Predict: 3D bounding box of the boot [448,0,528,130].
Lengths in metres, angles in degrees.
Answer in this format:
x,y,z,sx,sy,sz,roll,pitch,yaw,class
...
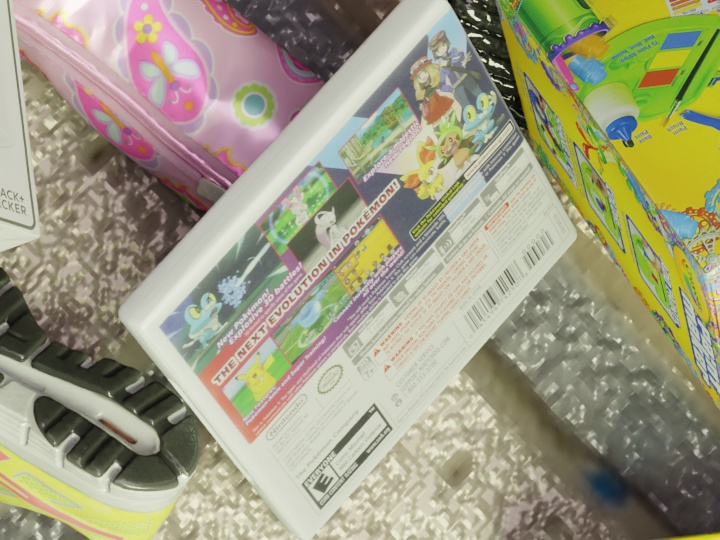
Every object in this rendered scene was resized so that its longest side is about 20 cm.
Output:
x,y,z,sx,sy,sz,roll,pitch,yaw,class
0.131,-0.149,1.389,0.157,0.079,0.212,30,79,-5,boot

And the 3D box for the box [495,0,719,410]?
x,y,z,sx,sy,sz,roll,pitch,yaw,class
0.193,-0.074,1.253,0.199,0.122,0.193,-27,52,-6,box

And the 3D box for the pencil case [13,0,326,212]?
x,y,z,sx,sy,sz,roll,pitch,yaw,class
-0.087,-0.087,1.338,0.200,0.087,0.088,40,78,-3,pencil case

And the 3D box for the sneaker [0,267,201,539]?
x,y,z,sx,sy,sz,roll,pitch,yaw,class
-0.164,0.062,1.312,0.200,0.091,0.078,36,54,17,sneaker

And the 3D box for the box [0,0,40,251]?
x,y,z,sx,sy,sz,roll,pitch,yaw,class
-0.203,-0.110,1.249,0.060,0.116,0.201,-18,72,28,box

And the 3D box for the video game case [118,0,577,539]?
x,y,z,sx,sy,sz,roll,pitch,yaw,class
0.000,0.000,1.314,0.200,0.182,0.023,-47,49,-12,video game case

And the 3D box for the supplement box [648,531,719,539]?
x,y,z,sx,sy,sz,roll,pitch,yaw,class
0.173,0.174,1.340,0.199,0.110,0.110,-5,84,-10,supplement box
